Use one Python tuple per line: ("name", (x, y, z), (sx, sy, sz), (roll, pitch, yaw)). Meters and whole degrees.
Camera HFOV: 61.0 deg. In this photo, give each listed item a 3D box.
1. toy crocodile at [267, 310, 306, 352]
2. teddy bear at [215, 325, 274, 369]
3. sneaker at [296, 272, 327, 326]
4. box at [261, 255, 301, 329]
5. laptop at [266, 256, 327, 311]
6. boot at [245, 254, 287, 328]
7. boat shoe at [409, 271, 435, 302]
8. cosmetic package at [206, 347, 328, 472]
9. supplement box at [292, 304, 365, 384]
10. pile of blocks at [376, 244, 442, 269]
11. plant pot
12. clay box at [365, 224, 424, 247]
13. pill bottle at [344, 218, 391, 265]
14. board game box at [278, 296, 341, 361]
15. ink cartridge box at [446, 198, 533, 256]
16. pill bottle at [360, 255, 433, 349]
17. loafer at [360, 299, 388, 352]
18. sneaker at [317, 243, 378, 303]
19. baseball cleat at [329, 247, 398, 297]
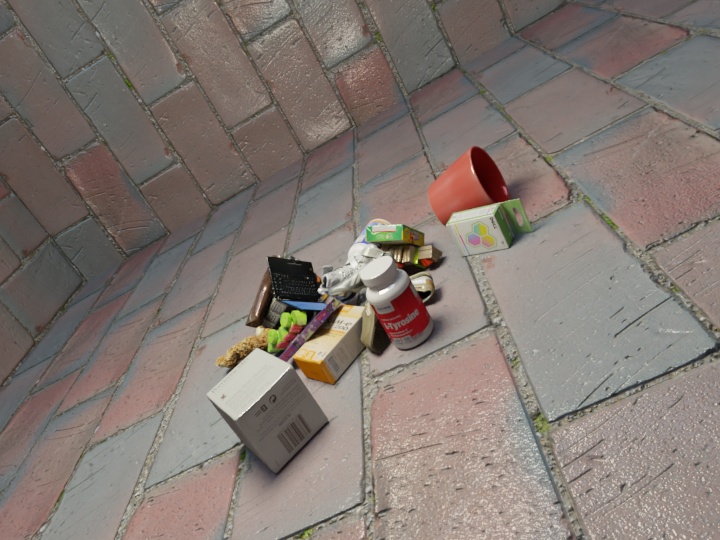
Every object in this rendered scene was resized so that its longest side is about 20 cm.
("toy crocodile", (-0.199, 0.170, 1.671), (0.201, 0.066, 0.063), (-50, 49, 36))
("teddy bear", (-0.331, 0.222, 1.769), (0.198, 0.068, 0.145), (-33, -15, 15))
("sneaker", (-0.166, 0.090, 1.821), (0.069, 0.091, 0.201), (-13, 30, 34))
("box", (-0.249, 0.074, 1.901), (0.202, 0.048, 0.162), (-56, 16, 19))
("laptop", (-0.152, 0.041, 1.721), (0.102, 0.175, 0.204), (-30, 65, 36))
("boot", (-0.280, 0.070, 1.815), (0.187, 0.063, 0.203), (126, 167, -64))
("boat shoe", (0.097, 0.074, 1.552), (0.198, 0.075, 0.069), (-31, 26, 15))
("cosmetic package", (-0.212, 0.308, 1.376), (0.167, 0.168, 0.198), (-42, 25, -22))
("supplement box", (-0.059, 0.181, 1.542), (0.125, 0.074, 0.200), (0, 39, 51))
("pile of blocks", (0.126, -0.028, 1.692), (0.195, 0.082, 0.064), (2, 72, 18))
("plant pot", (0.300, -0.223, 1.742), (0.176, 0.201, 0.202), (-28, 22, 34))
("clay box", (0.106, -0.093, 1.730), (0.112, 0.049, 0.199), (-1, -4, 25))
("pill bottle", (0.029, -0.054, 1.829), (0.110, 0.113, 0.201), (-11, 32, 38))
("board game box", (-0.134, 0.159, 1.606), (0.200, 0.032, 0.120), (-48, 4, 34))
("ink cartridge box", (0.330, -0.108, 1.575), (0.197, 0.105, 0.060), (-10, 31, 40))
("pill bottle", (0.082, 0.072, 1.418), (0.110, 0.202, 0.113), (-26, 24, 13))
("loafer", (0.038, 0.097, 1.498), (0.067, 0.075, 0.204), (-4, 65, 45))
("sneaker", (-0.034, 0.004, 1.680), (0.201, 0.113, 0.076), (-55, 46, 23))
("baseball cleat", (0.000, 0.000, 1.625), (0.196, 0.109, 0.070), (-20, 2, -7))
